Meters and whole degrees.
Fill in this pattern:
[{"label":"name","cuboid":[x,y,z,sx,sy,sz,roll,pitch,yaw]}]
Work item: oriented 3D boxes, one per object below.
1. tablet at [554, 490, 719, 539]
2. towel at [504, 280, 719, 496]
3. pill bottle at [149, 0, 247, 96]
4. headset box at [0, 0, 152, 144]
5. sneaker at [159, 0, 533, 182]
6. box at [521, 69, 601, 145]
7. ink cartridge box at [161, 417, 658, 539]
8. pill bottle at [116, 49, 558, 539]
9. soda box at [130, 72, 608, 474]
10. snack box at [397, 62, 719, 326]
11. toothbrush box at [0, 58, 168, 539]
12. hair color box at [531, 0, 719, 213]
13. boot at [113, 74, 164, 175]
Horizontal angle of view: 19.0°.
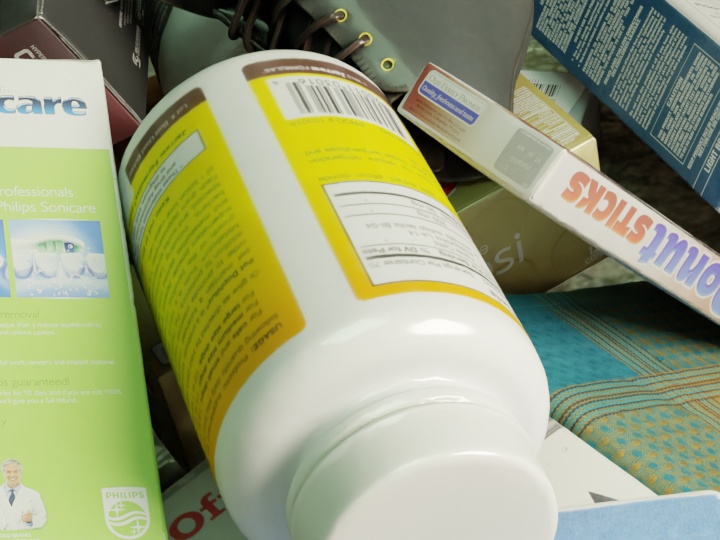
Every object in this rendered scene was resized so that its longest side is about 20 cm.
[{"label":"tablet","cuboid":[0.023,0.132,0.674,0.199,0.014,0.130,-8,45,12]},{"label":"towel","cuboid":[0.135,0.061,0.804,0.146,0.022,0.200,-4,30,-41]},{"label":"pill bottle","cuboid":[-0.044,-0.116,0.969,0.110,0.111,0.200,-17,40,-7]},{"label":"headset box","cuboid":[-0.173,-0.101,0.918,0.200,0.077,0.149,-23,44,20]},{"label":"sneaker","cuboid":[-0.026,-0.105,0.827,0.199,0.075,0.106,13,47,-10]},{"label":"box","cuboid":[0.010,-0.018,0.958,0.155,0.041,0.200,5,42,19]},{"label":"ink cartridge box","cuboid":[0.031,0.122,0.752,0.146,0.085,0.200,-37,45,-19]},{"label":"pill bottle","cuboid":[-0.008,0.022,0.705,0.109,0.109,0.200,-18,42,-8]},{"label":"soda box","cuboid":[0.000,0.000,0.856,0.200,0.068,0.064,-28,45,-14]},{"label":"snack box","cuboid":[0.095,-0.018,0.805,0.072,0.200,0.024,36,95,39]},{"label":"toothbrush box","cuboid":[-0.132,0.046,0.762,0.086,0.146,0.200,-1,56,-19]},{"label":"hair color box","cuboid":[0.154,-0.095,0.967,0.100,0.061,0.200,7,29,-34]},{"label":"boot","cuboid":[-0.130,-0.021,0.981,0.155,0.077,0.200,-16,33,-11]}]
